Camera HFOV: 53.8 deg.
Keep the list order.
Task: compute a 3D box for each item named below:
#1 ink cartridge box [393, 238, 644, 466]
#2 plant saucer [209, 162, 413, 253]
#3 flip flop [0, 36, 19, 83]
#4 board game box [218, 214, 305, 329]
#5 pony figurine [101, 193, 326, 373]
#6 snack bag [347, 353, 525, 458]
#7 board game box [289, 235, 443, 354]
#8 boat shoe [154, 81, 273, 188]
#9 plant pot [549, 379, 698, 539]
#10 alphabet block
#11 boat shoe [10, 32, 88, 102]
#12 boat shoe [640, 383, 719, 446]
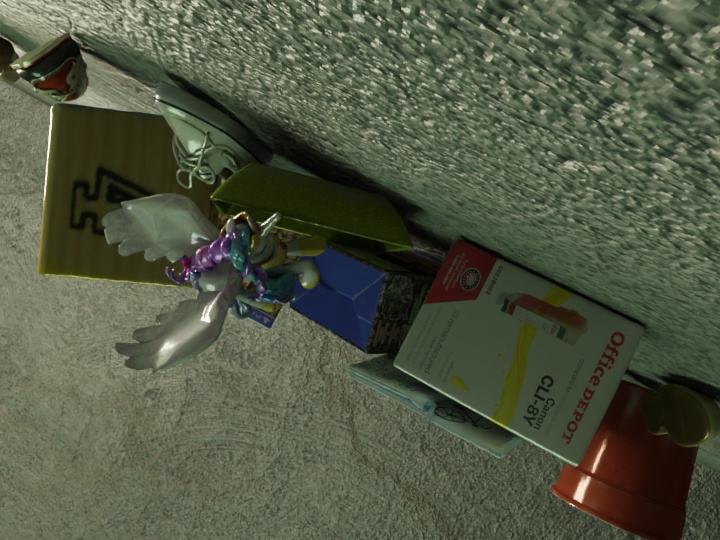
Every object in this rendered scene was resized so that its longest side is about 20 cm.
[{"bbox_3d":[0.156,0.079,0.702,0.199,0.146,0.083,27,177,19],"label":"ink cartridge box"},{"bbox_3d":[-0.052,-0.066,0.755,0.198,0.048,0.200,14,178,-8],"label":"plant saucer"},{"bbox_3d":[-0.609,-0.359,1.196,0.057,0.082,0.200,11,180,-3],"label":"flip flop"},{"bbox_3d":[-0.167,-0.035,1.134,0.158,0.201,0.097,28,178,-6],"label":"board game box"},{"bbox_3d":[-0.134,-0.001,0.689,0.200,0.191,0.168,30,-139,-73],"label":"pony figurine"},{"bbox_3d":[0.111,0.138,0.793,0.199,0.022,0.188,25,-165,31],"label":"snack bag"},{"bbox_3d":[0.040,0.031,0.899,0.199,0.098,0.159,6,-166,-43],"label":"board game box"},{"bbox_3d":[-0.170,-0.128,0.776,0.074,0.087,0.202,27,177,18],"label":"boat shoe"},{"bbox_3d":[0.413,0.278,1.068,0.199,0.197,0.201,20,176,2],"label":"plant pot"},{"bbox_3d":[-0.283,-0.087,0.912,0.194,0.202,0.195,5,-179,-7],"label":"alphabet block"},{"bbox_3d":[-0.343,-0.223,0.803,0.063,0.071,0.200,64,169,-21],"label":"boat shoe"},{"bbox_3d":[0.404,0.173,0.868,0.064,0.073,0.200,-8,168,4],"label":"boat shoe"}]
